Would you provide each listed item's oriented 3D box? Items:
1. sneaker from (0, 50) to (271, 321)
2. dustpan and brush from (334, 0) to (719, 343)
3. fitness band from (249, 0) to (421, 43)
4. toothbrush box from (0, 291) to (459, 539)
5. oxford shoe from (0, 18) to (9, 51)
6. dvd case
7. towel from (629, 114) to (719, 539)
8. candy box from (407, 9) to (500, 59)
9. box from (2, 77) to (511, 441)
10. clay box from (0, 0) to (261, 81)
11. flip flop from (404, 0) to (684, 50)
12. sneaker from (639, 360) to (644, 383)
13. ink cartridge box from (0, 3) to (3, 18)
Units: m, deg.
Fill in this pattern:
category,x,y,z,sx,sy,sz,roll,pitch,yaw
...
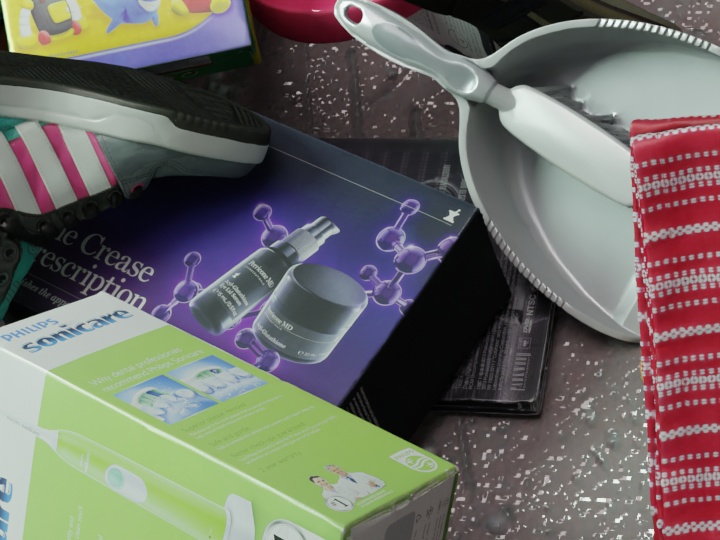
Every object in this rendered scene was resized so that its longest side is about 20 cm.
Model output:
category,x,y,z,sx,sy,sz,roll,pitch,yaw
sneaker,-0.144,-0.029,1.081,0.199,0.122,0.084,7,18,-17
dustpan and brush,0.077,-0.071,1.102,0.199,0.057,0.140,34,106,18
fitness band,0.000,-0.199,1.208,0.143,0.037,0.201,-8,56,16
toothbrush box,-0.071,0.118,1.016,0.199,0.147,0.086,23,26,29
oxford shoe,-0.182,-0.081,1.246,0.071,0.071,0.201,-20,50,5
dvd case,0.000,0.000,1.167,0.199,0.016,0.150,1,58,17
towel,0.185,0.034,0.999,0.144,0.201,0.022,-2,15,16
candy box,0.043,-0.219,1.272,0.199,0.072,0.168,31,70,32
box,-0.053,0.008,1.122,0.199,0.079,0.141,24,64,30
clay box,-0.122,-0.187,1.148,0.114,0.048,0.201,-12,83,2
flip flop,0.079,-0.137,1.132,0.081,0.199,0.058,-20,55,50
sneaker,0.214,0.037,1.038,0.199,0.077,0.079,4,55,17
ink cartridge box,-0.177,-0.247,1.299,0.076,0.137,0.201,3,43,-4
